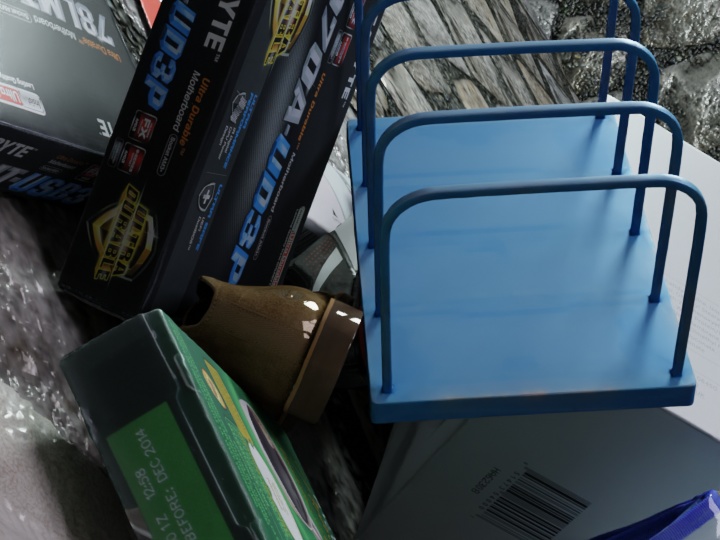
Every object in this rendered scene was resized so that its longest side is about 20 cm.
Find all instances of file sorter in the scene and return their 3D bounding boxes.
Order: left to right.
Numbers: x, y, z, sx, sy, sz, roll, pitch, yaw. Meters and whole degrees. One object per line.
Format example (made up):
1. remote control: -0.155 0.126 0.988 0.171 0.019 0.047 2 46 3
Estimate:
1. file sorter: 0.067 -0.050 0.687 0.201 0.138 0.123 -95 -177 -49

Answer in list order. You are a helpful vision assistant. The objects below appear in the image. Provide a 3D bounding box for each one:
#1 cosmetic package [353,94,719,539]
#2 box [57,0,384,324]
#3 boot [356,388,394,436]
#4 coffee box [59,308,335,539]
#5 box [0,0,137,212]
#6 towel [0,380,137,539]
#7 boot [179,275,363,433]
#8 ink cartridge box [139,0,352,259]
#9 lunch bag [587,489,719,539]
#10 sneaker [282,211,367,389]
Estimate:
1. cosmetic package: 0.113 0.053 0.832 0.123 0.200 0.201 29 44 -9
2. box: -0.056 -0.074 0.729 0.046 0.201 0.159 23 6 17
3. boot: 0.062 0.120 0.932 0.155 0.076 0.200 50 20 -24
4. coffee box: -0.044 0.101 0.598 0.123 0.044 0.200 62 0 19
5. box: -0.177 -0.127 0.700 0.199 0.050 0.200 63 17 15
6. towel: -0.112 0.099 0.507 0.200 0.034 0.133 49 19 -32
7. boot: -0.047 0.031 0.722 0.075 0.074 0.200 22 -8 -2
8. ink cartridge box: -0.059 -0.088 0.992 0.162 0.057 0.201 33 35 -58
9. lunch bag: 0.113 0.214 0.681 0.171 0.199 0.127 59 14 3
10. sneaker: 0.000 0.000 0.897 0.201 0.097 0.071 -76 151 -54
